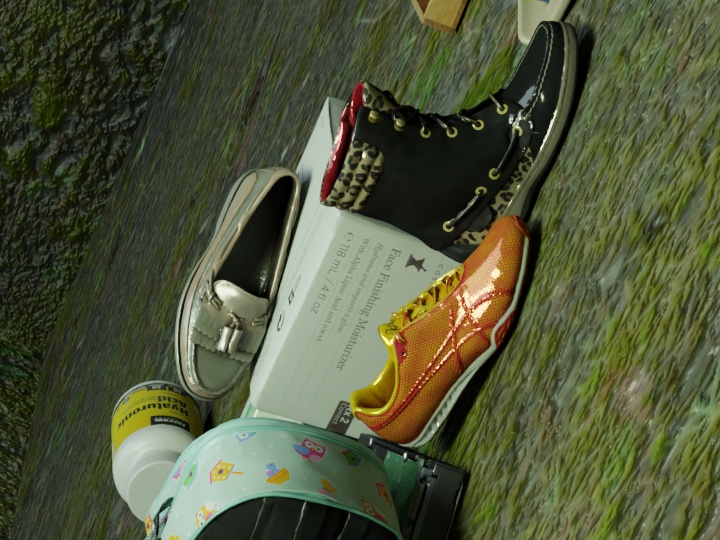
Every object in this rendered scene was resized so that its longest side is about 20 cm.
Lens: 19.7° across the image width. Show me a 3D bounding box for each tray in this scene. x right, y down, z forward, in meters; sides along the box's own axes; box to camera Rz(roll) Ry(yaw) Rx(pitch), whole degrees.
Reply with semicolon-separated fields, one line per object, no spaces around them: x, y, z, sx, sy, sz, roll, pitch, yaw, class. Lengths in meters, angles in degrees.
0.079;-0.304;1.982;0.200;0.037;0.099;-104;34;-66;tray

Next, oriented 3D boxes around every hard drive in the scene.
0.019;0.203;1.582;0.200;0.038;0.141;-179;106;-76;hard drive

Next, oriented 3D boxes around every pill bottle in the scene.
-0.232;0.215;2.397;0.200;0.111;0.112;-111;40;-67;pill bottle

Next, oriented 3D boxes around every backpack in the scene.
-0.066;0.196;1.487;0.200;0.175;0.154;-56;25;38;backpack

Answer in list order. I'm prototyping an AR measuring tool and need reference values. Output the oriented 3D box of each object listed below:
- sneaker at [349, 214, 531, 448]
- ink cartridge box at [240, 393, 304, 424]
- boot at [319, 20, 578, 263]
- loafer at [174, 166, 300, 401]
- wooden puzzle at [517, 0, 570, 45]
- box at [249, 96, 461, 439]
0.060;0.042;1.530;0.201;0.077;0.073;-58;16;14;sneaker
-0.103;0.187;1.786;0.161;0.050;0.201;-118;53;-83;ink cartridge box
0.067;-0.108;1.543;0.073;0.150;0.201;-109;38;-67;boot
-0.097;0.007;1.679;0.063;0.072;0.201;-16;55;64;loafer
0.164;-0.304;1.625;0.200;0.046;0.186;121;161;-44;wooden puzzle
0.000;0.000;1.712;0.200;0.130;0.200;-97;27;-58;box
